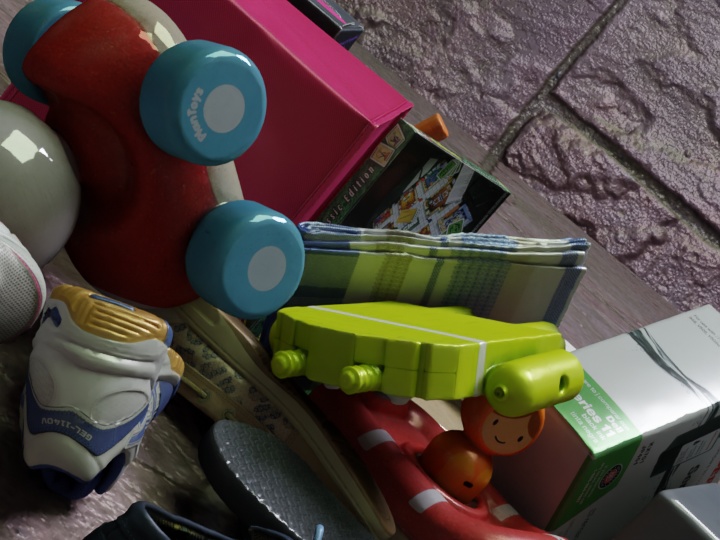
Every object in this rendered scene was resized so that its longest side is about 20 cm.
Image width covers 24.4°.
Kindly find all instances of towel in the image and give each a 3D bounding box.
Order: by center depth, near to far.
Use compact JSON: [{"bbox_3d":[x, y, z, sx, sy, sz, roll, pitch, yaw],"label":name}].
[{"bbox_3d":[0.037,0.027,1.070,0.200,0.147,0.024,2,45,-17],"label":"towel"}]

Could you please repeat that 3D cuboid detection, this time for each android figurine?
[{"bbox_3d":[0.031,0.047,0.953,0.182,0.041,0.200,10,9,33],"label":"android figurine"}]

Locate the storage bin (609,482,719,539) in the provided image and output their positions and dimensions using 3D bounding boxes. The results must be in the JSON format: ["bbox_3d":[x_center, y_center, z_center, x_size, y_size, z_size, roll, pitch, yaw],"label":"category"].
[{"bbox_3d":[0.209,0.221,1.087,0.146,0.134,0.200,44,14,21],"label":"storage bin"}]

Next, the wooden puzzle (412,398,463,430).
[{"bbox_3d":[0.034,0.087,1.266,0.200,0.046,0.185,33,13,-10],"label":"wooden puzzle"}]

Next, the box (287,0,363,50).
[{"bbox_3d":[-0.110,-0.149,1.297,0.122,0.200,0.106,40,12,3],"label":"box"}]

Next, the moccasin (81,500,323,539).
[{"bbox_3d":[-0.044,0.151,0.739,0.200,0.068,0.080,25,19,-51],"label":"moccasin"}]

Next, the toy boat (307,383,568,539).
[{"bbox_3d":[0.063,0.119,1.025,0.200,0.131,0.130,47,15,31],"label":"toy boat"}]

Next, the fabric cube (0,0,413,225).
[{"bbox_3d":[-0.108,-0.098,1.134,0.199,0.196,0.200,39,12,0],"label":"fabric cube"}]

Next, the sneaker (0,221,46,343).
[{"bbox_3d":[-0.203,0.024,0.719,0.088,0.081,0.200,46,22,22],"label":"sneaker"}]

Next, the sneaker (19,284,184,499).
[{"bbox_3d":[-0.134,0.065,0.802,0.075,0.088,0.200,19,-10,1],"label":"sneaker"}]

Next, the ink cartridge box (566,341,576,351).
[{"bbox_3d":[0.126,0.078,1.463,0.200,0.085,0.146,41,12,16],"label":"ink cartridge box"}]

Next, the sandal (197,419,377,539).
[{"bbox_3d":[-0.017,0.159,0.882,0.200,0.043,0.076,46,17,-20],"label":"sandal"}]

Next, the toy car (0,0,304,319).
[{"bbox_3d":[-0.168,-0.034,0.876,0.184,0.200,0.177,25,-44,48],"label":"toy car"}]

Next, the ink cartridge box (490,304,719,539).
[{"bbox_3d":[0.175,0.118,1.140,0.200,0.147,0.083,-16,52,-37],"label":"ink cartridge box"}]

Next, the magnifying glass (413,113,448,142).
[{"bbox_3d":[-0.025,-0.065,1.274,0.022,0.200,0.080,62,10,-16],"label":"magnifying glass"}]

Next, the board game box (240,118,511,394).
[{"bbox_3d":[0.000,0.000,1.095,0.105,0.200,0.023,28,18,-45],"label":"board game box"}]

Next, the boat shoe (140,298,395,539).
[{"bbox_3d":[-0.059,0.089,0.964,0.200,0.063,0.073,47,-1,18],"label":"boat shoe"}]
